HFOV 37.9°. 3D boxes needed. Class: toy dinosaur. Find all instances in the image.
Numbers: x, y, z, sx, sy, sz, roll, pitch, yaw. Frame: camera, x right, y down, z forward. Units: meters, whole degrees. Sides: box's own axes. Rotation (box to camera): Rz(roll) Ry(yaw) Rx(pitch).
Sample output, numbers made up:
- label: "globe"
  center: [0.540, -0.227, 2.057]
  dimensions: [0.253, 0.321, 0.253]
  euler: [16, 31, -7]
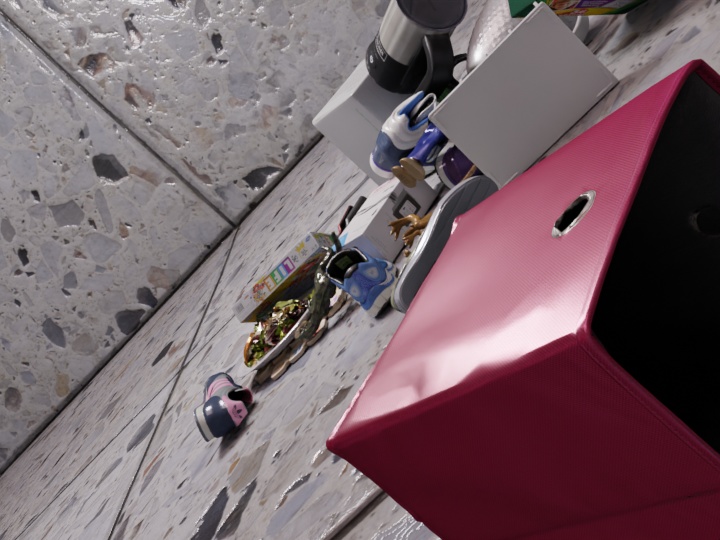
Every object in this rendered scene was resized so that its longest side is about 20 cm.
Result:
- label: "toy dinosaur"
  center: [-0.051, 0.014, 1.564]
  dimensions: [0.088, 0.047, 0.200]
  euler: [-72, -1, -62]
- label: "toy dinosaur"
  center: [0.103, -0.066, 1.442]
  dimensions: [0.106, 0.060, 0.200]
  euler: [-7, 41, 34]

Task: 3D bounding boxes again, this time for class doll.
- label: "doll"
  center: [0.121, -0.210, 1.516]
  dimensions: [0.200, 0.048, 0.136]
  euler: [-52, 6, -18]

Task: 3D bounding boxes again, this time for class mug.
- label: "mug"
  center: [0.258, -0.349, 1.584]
  dimensions: [0.200, 0.148, 0.176]
  euler: [8, 62, 52]

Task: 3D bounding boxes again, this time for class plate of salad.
- label: "plate of salad"
  center: [-0.138, 0.091, 1.691]
  dimensions: [0.200, 0.048, 0.200]
  euler: [-45, 9, 9]

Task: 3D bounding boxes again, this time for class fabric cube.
- label: "fabric cube"
  center: [0.141, 0.054, 0.545]
  dimensions: [0.199, 0.200, 0.196]
  euler: [-33, 20, 51]

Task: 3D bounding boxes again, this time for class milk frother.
- label: "milk frother"
  center: [0.135, -0.370, 1.681]
  dimensions: [0.200, 0.181, 0.188]
  euler: [-27, -12, -23]

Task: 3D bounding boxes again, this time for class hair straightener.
- label: "hair straightener"
  center: [-0.018, -0.080, 1.886]
  dimensions: [0.077, 0.041, 0.200]
  euler: [-38, 10, 36]

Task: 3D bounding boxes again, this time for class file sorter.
- label: "file sorter"
  center: [0.207, -0.233, 1.376]
  dimensions: [0.200, 0.139, 0.125]
  euler: [-44, 10, 15]

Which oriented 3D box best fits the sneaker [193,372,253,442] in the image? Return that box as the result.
- label: "sneaker"
  center: [-0.199, 0.201, 1.621]
  dimensions: [0.082, 0.070, 0.200]
  euler: [-24, 15, 6]

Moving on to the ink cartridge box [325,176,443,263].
- label: "ink cartridge box"
  center: [0.042, -0.083, 1.636]
  dimensions: [0.116, 0.067, 0.200]
  euler: [-30, 21, 53]

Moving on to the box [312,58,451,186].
- label: "box"
  center: [0.062, -0.276, 1.861]
  dimensions: [0.171, 0.199, 0.200]
  euler: [-52, 13, -19]

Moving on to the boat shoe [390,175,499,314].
- label: "boat shoe"
  center: [0.096, -0.033, 1.282]
  dimensions: [0.200, 0.072, 0.062]
  euler: [-53, 16, -13]

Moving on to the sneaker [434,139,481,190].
- label: "sneaker"
  center: [0.178, -0.201, 1.558]
  dimensions: [0.087, 0.076, 0.200]
  euler: [-29, 29, 38]

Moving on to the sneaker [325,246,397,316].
- label: "sneaker"
  center: [0.000, 0.000, 1.467]
  dimensions: [0.079, 0.089, 0.200]
  euler: [-47, 10, -1]

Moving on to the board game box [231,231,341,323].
- label: "board game box"
  center: [-0.107, 0.014, 1.765]
  dimensions: [0.200, 0.034, 0.134]
  euler: [-43, -21, 23]

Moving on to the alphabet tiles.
- label: "alphabet tiles"
  center: [-0.095, 0.095, 1.674]
  dimensions: [0.200, 0.015, 0.196]
  euler: [-44, 13, 15]

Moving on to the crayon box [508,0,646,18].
- label: "crayon box"
  center: [0.325, -0.396, 1.408]
  dimensions: [0.200, 0.058, 0.172]
  euler: [-9, -4, -24]

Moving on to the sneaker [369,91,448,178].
- label: "sneaker"
  center: [0.112, -0.226, 1.649]
  dimensions: [0.200, 0.081, 0.147]
  euler: [-24, -20, -33]
